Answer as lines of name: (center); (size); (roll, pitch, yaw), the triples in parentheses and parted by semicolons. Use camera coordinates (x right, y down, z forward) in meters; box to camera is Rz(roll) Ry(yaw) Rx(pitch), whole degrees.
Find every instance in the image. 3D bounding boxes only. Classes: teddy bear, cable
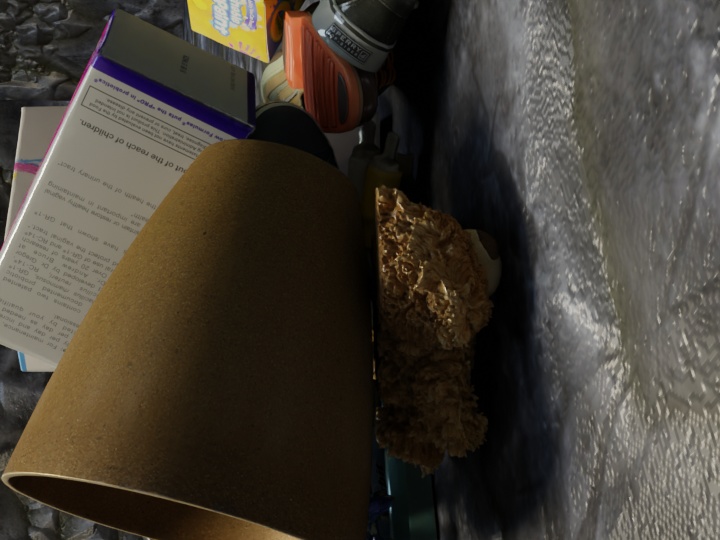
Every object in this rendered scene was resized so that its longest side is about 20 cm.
teddy bear: (0.039, 0.034, 0.670); (0.145, 0.066, 0.201); (-97, 5, -50)
cable: (0.000, 0.000, 0.815); (0.097, 0.050, 0.201); (-144, 64, -75)

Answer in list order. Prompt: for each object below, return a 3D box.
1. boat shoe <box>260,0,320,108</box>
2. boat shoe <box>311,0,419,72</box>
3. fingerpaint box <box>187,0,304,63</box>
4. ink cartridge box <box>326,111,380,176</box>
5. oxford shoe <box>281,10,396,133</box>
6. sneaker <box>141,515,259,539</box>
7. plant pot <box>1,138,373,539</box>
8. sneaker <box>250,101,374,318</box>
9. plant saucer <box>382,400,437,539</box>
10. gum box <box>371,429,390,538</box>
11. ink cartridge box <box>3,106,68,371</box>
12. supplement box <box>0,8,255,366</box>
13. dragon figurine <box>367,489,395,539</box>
boat shoe: (-0.039, -0.151, 1.013); (0.200, 0.071, 0.077); (128, 128, -71)
boat shoe: (0.010, -0.191, 0.791); (0.064, 0.071, 0.200); (-49, 20, 21)
fingerpaint box: (-0.063, -0.276, 0.860); (0.200, 0.073, 0.167); (97, -161, -70)
ink cartridge box: (-0.065, -0.015, 0.928); (0.147, 0.145, 0.201); (-177, 87, -81)
oxford shoe: (-0.007, -0.144, 0.823); (0.200, 0.072, 0.072); (-116, 23, -63)
sneaker: (-0.118, 0.103, 0.780); (0.099, 0.070, 0.201); (-43, 53, 28)
plant pot: (-0.069, 0.039, 0.639); (0.186, 0.185, 0.201); (122, 162, -69)
sneaker: (-0.032, -0.007, 0.757); (0.079, 0.078, 0.201); (11, 108, 64)
plant saucer: (0.031, 0.145, 0.794); (0.070, 0.019, 0.201); (121, 146, -68)
gum box: (-0.062, 0.207, 0.900); (0.200, 0.044, 0.171); (-36, 42, 25)
ink cartridge box: (-0.207, -0.036, 0.960); (0.129, 0.124, 0.201); (97, 168, -45)
supplement box: (-0.154, -0.043, 0.753); (0.201, 0.103, 0.101); (-60, 18, 21)
dragon figurine: (-0.043, 0.171, 0.776); (0.099, 0.199, 0.059); (20, -114, -57)
